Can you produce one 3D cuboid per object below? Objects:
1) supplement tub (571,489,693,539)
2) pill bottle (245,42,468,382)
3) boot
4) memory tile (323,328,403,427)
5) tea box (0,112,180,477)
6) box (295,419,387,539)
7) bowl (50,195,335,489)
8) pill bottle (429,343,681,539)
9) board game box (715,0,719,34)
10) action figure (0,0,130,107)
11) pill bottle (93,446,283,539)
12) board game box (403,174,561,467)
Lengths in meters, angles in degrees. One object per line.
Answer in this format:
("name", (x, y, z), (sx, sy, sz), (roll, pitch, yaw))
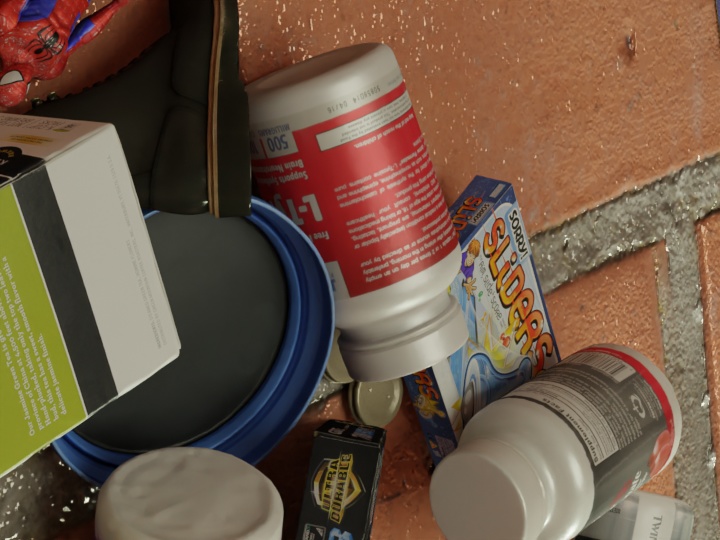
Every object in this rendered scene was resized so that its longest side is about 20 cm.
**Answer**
("supplement tub", (0.182, 0.266, 1.538), (0.122, 0.122, 0.201), (19, 80, -47))
("pill bottle", (-0.001, -0.036, 1.273), (0.112, 0.112, 0.201), (-31, 107, -41))
("boot", (-0.138, -0.111, 1.163), (0.201, 0.137, 0.078), (-100, -171, -48))
("memory tile", (0.000, 0.000, 1.379), (0.154, 0.017, 0.200), (-56, 131, -26))
("tea box", (-0.236, 0.017, 0.987), (0.196, 0.199, 0.134), (-33, 119, -38))
("box", (-0.021, 0.200, 1.280), (0.199, 0.049, 0.201), (43, 57, -88))
("bowl", (-0.111, 0.042, 1.201), (0.200, 0.039, 0.202), (-15, 119, -27))
("pill bottle", (0.138, 0.133, 1.416), (0.200, 0.110, 0.111), (-25, 114, -48))
("board game box", (0.355, -0.293, 1.704), (0.134, 0.045, 0.201), (-28, 116, -42))
("action figure", (-0.162, -0.178, 1.156), (0.065, 0.052, 0.201), (48, 64, -44))
("pill bottle", (-0.109, 0.217, 1.197), (0.112, 0.112, 0.201), (-24, 131, -43))
("board game box", (0.084, 0.050, 1.441), (0.135, 0.034, 0.201), (-50, 138, -31))
